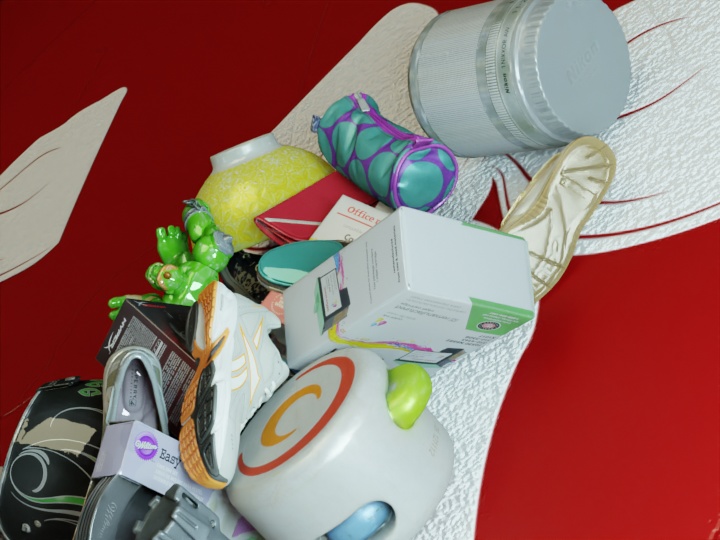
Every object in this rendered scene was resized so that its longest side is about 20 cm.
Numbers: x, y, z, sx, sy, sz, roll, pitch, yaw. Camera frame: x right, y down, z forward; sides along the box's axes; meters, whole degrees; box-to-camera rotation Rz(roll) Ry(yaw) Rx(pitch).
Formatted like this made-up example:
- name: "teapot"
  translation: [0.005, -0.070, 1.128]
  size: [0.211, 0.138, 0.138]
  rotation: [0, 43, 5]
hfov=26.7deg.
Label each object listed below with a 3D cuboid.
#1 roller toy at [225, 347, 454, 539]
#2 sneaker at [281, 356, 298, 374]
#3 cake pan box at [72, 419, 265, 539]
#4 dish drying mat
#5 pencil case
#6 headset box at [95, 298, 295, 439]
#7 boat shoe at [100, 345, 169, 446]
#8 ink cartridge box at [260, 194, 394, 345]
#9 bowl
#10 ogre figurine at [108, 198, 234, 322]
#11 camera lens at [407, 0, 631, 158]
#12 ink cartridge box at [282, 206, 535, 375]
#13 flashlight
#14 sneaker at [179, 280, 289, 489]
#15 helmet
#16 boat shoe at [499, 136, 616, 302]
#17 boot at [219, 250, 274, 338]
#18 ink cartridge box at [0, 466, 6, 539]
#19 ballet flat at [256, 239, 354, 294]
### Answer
- name: "roller toy"
  translation: [-0.016, 0.175, 1.334]
  size: [0.183, 0.140, 0.200]
  rotation: [-52, 21, -25]
- name: "sneaker"
  translation: [-0.132, 0.104, 1.621]
  size: [0.079, 0.090, 0.200]
  rotation: [-53, 30, -17]
- name: "cake pan box"
  translation: [-0.166, 0.249, 1.330]
  size: [0.052, 0.200, 0.185]
  rotation: [-15, 51, 44]
- name: "dish drying mat"
  translation: [-0.027, -0.075, 1.671]
  size: [0.077, 0.018, 0.200]
  rotation: [32, 42, 24]
- name: "pencil case"
  translation: [0.025, -0.127, 1.626]
  size: [0.085, 0.093, 0.200]
  rotation: [-10, 26, -25]
- name: "headset box"
  translation: [-0.138, 0.115, 1.487]
  size: [0.200, 0.148, 0.078]
  rotation: [37, 106, 34]
- name: "boat shoe"
  translation: [-0.206, 0.172, 1.389]
  size: [0.065, 0.074, 0.203]
  rotation: [-175, 86, -80]
- name: "ink cartridge box"
  translation: [0.000, 0.000, 1.576]
  size: [0.116, 0.068, 0.200]
  rotation: [23, 68, 33]
- name: "bowl"
  translation: [-0.119, -0.096, 1.762]
  size: [0.199, 0.108, 0.200]
  rotation: [-21, 8, 3]
- name: "ogre figurine"
  translation: [-0.196, 0.018, 1.640]
  size: [0.200, 0.098, 0.120]
  rotation: [-48, 28, -21]
- name: "camera lens"
  translation: [0.160, -0.203, 1.580]
  size: [0.199, 0.160, 0.160]
  rotation: [-2, 49, 50]
- name: "ink cartridge box"
  translation: [0.040, 0.031, 1.386]
  size: [0.200, 0.144, 0.084]
  rotation: [-34, 52, 48]
- name: "flashlight"
  translation: [-0.110, 0.267, 1.269]
  size: [0.068, 0.200, 0.068]
  rotation: [-33, 32, 20]
- name: "sneaker"
  translation: [-0.104, 0.104, 1.347]
  size: [0.076, 0.092, 0.201]
  rotation: [-43, 37, 46]
- name: "helmet"
  translation: [-0.245, 0.212, 1.509]
  size: [0.200, 0.190, 0.201]
  rotation: [16, -90, -84]
- name: "boat shoe"
  translation: [0.173, -0.038, 1.454]
  size: [0.200, 0.074, 0.069]
  rotation: [-53, 6, 1]
- name: "boot"
  translation: [-0.079, -0.008, 1.729]
  size: [0.153, 0.074, 0.204]
  rotation: [-36, 25, 0]
- name: "ink cartridge box"
  translation: [-0.421, 0.324, 1.707]
  size: [0.144, 0.084, 0.201]
  rotation: [-4, 47, 50]
- name: "ballet flat"
  translation: [-0.003, 0.006, 1.488]
  size: [0.199, 0.067, 0.068]
  rotation: [-5, 53, 19]
